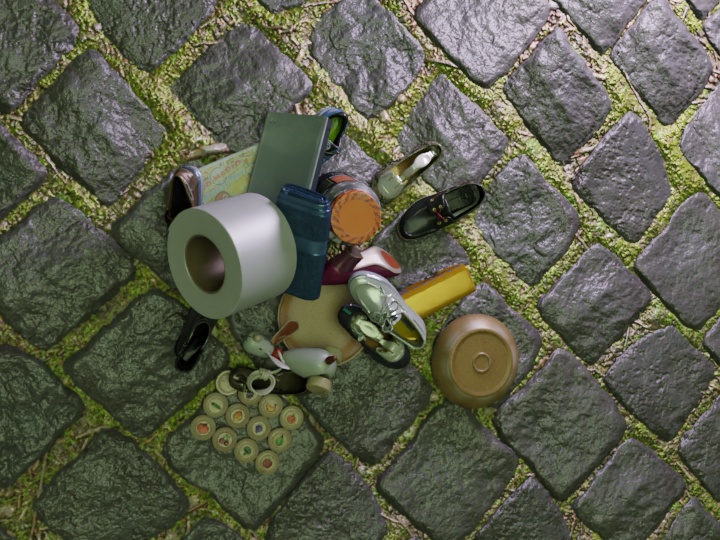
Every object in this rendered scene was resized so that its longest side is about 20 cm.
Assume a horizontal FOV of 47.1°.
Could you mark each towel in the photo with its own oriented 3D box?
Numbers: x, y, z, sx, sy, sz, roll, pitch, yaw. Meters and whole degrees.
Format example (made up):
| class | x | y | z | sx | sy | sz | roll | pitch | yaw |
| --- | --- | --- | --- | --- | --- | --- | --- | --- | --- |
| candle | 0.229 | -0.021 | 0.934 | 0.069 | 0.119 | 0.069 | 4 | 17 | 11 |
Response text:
| class | x | y | z | sx | sy | sz | roll | pitch | yaw |
| --- | --- | --- | --- | --- | --- | --- | --- | --- | --- |
| towel | -0.108 | -0.050 | 1.510 | 0.048 | 0.111 | 0.201 | -26 | 131 | -53 |

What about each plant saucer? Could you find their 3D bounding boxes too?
| class | x | y | z | sx | sy | sz | roll | pitch | yaw |
| --- | --- | --- | --- | --- | --- | --- | --- | --- | --- |
| plant saucer | -0.071 | 0.092 | 1.668 | 0.199 | 0.035 | 0.202 | 0 | 92 | -15 |
| plant saucer | 0.250 | 0.194 | 1.749 | 0.199 | 0.035 | 0.202 | 0 | 91 | -16 |

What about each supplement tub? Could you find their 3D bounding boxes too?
| class | x | y | z | sx | sy | sz | roll | pitch | yaw |
| --- | --- | --- | --- | --- | --- | --- | --- | --- | --- |
| supplement tub | -0.033 | -0.119 | 1.581 | 0.122 | 0.200 | 0.123 | -4 | 105 | -14 |

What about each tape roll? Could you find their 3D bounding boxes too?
| class | x | y | z | sx | sy | sz | roll | pitch | yaw |
| --- | --- | --- | --- | --- | --- | --- | --- | --- | --- |
| tape roll | -0.231 | -0.028 | 1.489 | 0.139 | 0.202 | 0.204 | -22 | 98 | -46 |

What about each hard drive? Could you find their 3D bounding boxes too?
| class | x | y | z | sx | sy | sz | roll | pitch | yaw |
| --- | --- | --- | --- | --- | --- | --- | --- | --- | --- |
| hard drive | -0.140 | -0.200 | 1.582 | 0.139 | 0.033 | 0.202 | 10 | 83 | 27 |

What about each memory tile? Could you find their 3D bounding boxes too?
| class | x | y | z | sx | sy | sz | roll | pitch | yaw |
| --- | --- | --- | --- | --- | --- | --- | --- | --- | --- |
| memory tile | -0.223 | 0.301 | 1.641 | 0.199 | 0.017 | 0.154 | 31 | 83 | -13 |

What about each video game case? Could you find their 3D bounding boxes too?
| class | x | y | z | sx | sy | sz | roll | pitch | yaw |
| --- | --- | --- | --- | --- | --- | --- | --- | --- | --- |
| video game case | -0.244 | -0.131 | 1.624 | 0.199 | 0.023 | 0.183 | -25 | 97 | -13 |

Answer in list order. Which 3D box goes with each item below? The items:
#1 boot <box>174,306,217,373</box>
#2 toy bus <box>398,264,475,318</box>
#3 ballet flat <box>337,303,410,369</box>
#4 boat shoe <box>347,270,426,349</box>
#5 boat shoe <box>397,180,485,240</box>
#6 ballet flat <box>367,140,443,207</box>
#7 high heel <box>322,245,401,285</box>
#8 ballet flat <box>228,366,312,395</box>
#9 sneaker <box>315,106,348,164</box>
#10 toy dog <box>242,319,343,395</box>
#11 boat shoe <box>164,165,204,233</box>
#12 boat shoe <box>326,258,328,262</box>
| class | x | y | z | sx | sy | sz | roll | pitch | yaw |
| --- | --- | --- | --- | --- | --- | --- | --- | --- | --- |
| boot | -0.292 | 0.093 | 1.556 | 0.069 | 0.132 | 0.201 | 19 | 88 | -14 |
| toy bus | 0.131 | 0.057 | 1.699 | 0.199 | 0.078 | 0.065 | -26 | 97 | -13 |
| ballet flat | 0.036 | 0.139 | 1.646 | 0.200 | 0.073 | 0.073 | 41 | 81 | -24 |
| boat shoe | 0.054 | 0.086 | 1.593 | 0.074 | 0.086 | 0.202 | -39 | 113 | 13 |
| boat shoe | 0.167 | -0.127 | 1.715 | 0.200 | 0.063 | 0.074 | -29 | 100 | -11 |
| ballet flat | 0.089 | -0.200 | 1.684 | 0.200 | 0.075 | 0.068 | -39 | 101 | -11 |
| high heel | 0.000 | 0.000 | 1.654 | 0.096 | 0.068 | 0.199 | -42 | 147 | 24 |
| ballet flat | -0.159 | 0.220 | 1.621 | 0.198 | 0.046 | 0.068 | 6 | 109 | -18 |
| sneaker | -0.092 | -0.239 | 1.624 | 0.078 | 0.089 | 0.201 | 34 | 84 | -22 |
| toy dog | -0.120 | 0.164 | 1.579 | 0.198 | 0.096 | 0.133 | 3 | 61 | -19 |
| boat shoe | -0.335 | -0.093 | 1.554 | 0.072 | 0.072 | 0.202 | 2 | 104 | 18 |
| boat shoe | -0.160 | -0.035 | 1.598 | 0.199 | 0.072 | 0.065 | 28 | 82 | -14 |
